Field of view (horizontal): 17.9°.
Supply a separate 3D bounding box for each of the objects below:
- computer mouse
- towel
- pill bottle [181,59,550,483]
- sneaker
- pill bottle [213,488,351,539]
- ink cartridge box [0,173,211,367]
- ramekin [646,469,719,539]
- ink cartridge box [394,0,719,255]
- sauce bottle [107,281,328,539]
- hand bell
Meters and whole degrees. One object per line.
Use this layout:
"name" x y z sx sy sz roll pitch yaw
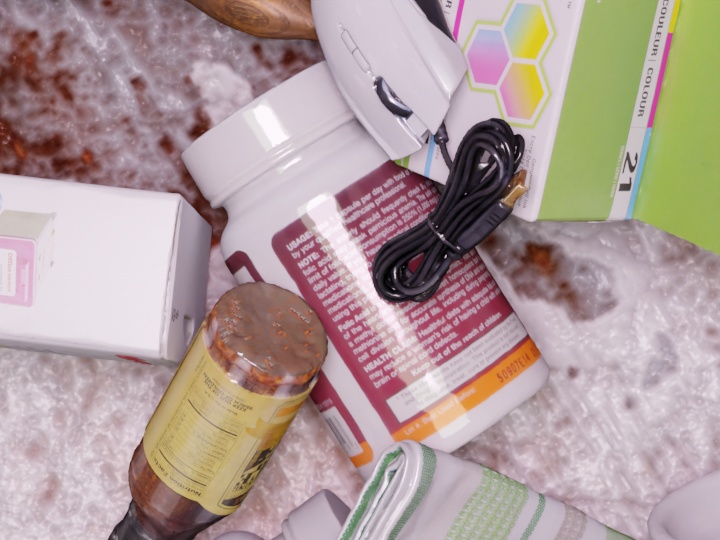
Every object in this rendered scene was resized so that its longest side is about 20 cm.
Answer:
"computer mouse" 0.014 -0.093 1.105 0.044 0.110 0.200 0 57 -36
"towel" 0.054 0.177 1.161 0.200 0.031 0.149 26 96 -41
"pill bottle" 0.000 0.000 1.178 0.114 0.114 0.200 -32 90 4
"sneaker" 0.169 -0.113 1.142 0.200 0.085 0.077 4 95 47
"pill bottle" -0.072 0.207 1.189 0.200 0.112 0.112 -37 90 4
"ink cartridge box" -0.182 -0.003 1.171 0.200 0.145 0.085 8 86 3
"ramekin" 0.247 0.156 1.132 0.200 0.200 0.098 -9 98 3
"ink cartridge box" 0.119 -0.092 1.075 0.076 0.200 0.148 -1 109 -40
"sauce bottle" -0.080 0.090 1.166 0.066 0.066 0.200 33 133 2
"hand bell" -0.111 -0.155 1.173 0.200 0.104 0.104 20 93 8
